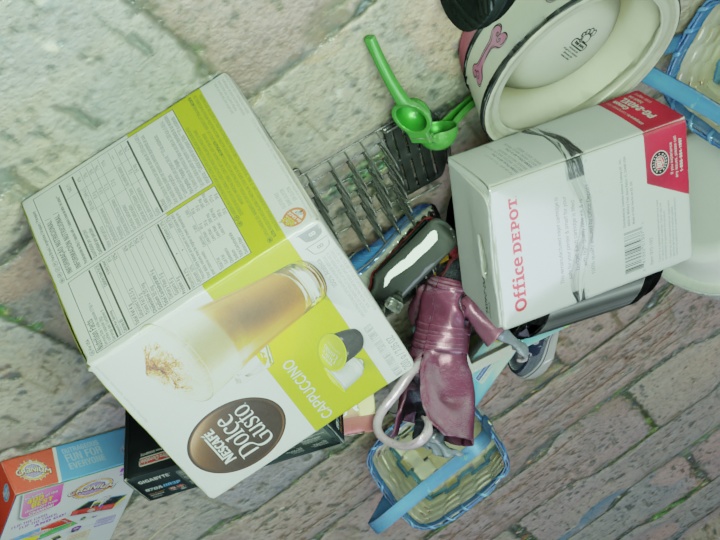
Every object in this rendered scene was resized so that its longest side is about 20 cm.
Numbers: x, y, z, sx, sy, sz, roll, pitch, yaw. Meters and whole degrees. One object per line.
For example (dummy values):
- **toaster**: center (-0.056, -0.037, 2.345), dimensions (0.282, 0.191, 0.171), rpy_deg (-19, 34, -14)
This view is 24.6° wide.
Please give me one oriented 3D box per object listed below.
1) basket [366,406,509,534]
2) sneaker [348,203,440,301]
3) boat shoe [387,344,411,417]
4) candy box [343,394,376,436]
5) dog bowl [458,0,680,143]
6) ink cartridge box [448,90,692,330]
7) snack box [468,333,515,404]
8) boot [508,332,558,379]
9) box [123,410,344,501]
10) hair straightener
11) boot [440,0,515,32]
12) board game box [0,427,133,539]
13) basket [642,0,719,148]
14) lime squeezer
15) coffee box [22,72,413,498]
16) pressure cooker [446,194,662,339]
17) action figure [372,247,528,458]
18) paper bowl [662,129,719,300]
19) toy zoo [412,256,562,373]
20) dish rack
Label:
- **basket**: center (0.089, 0.234, 1.990), dimensions (0.176, 0.139, 0.200), rpy_deg (-38, -174, 11)
- **sneaker**: center (0.000, 0.000, 1.588), dimensions (0.200, 0.089, 0.079), rpy_deg (-42, 138, -20)
- **boat shoe**: center (0.060, 0.110, 1.852), dimensions (0.074, 0.065, 0.200), rpy_deg (-62, -177, -31)
- **candy box**: center (-0.061, 0.120, 1.588), dimensions (0.115, 0.056, 0.200), rpy_deg (-8, -173, -11)
- **dog bowl**: center (0.172, -0.199, 1.420), dimensions (0.200, 0.074, 0.200), rpy_deg (-25, 153, -14)
- **ink cartridge box**: center (0.184, -0.054, 1.444), dimensions (0.199, 0.083, 0.146), rpy_deg (-19, 123, -17)
- **snack box**: center (0.120, 0.119, 1.842), dimensions (0.116, 0.037, 0.200), rpy_deg (-53, 180, -10)
- **boot**: center (0.182, 0.059, 1.908), dimensions (0.090, 0.073, 0.200), rpy_deg (-10, 141, -23)
- **box**: center (-0.114, 0.102, 1.464), dimensions (0.199, 0.159, 0.046), rpy_deg (-18, 142, 19)
- **hair straightener**: center (0.010, 0.026, 1.491), dimensions (0.200, 0.041, 0.077), rpy_deg (-40, -172, -7)
- **boot**: center (0.155, -0.277, 1.272), dimensions (0.162, 0.073, 0.199), rpy_deg (-22, 152, -28)
- **board game box**: center (-0.314, 0.247, 1.699), dimensions (0.153, 0.040, 0.200), rpy_deg (-13, 148, -35)
- **basket**: center (0.358, -0.177, 1.550), dimensions (0.200, 0.176, 0.139), rpy_deg (-27, 145, -46)
- **lime squeezer**: center (0.059, -0.141, 1.406), dimensions (0.200, 0.038, 0.071), rpy_deg (14, 99, -55)
- **coffee box**: center (-0.111, 0.013, 1.277), dimensions (0.197, 0.200, 0.200), rpy_deg (-33, 136, 0)
- **pressure cooker**: center (0.204, -0.036, 1.626), dimensions (0.199, 0.176, 0.179), rpy_deg (-15, 152, -24)
- **action figure**: center (0.067, 0.067, 1.532), dimensions (0.149, 0.134, 0.201), rpy_deg (10, 88, -49)
- **paper bowl**: center (0.380, -0.072, 1.731), dimensions (0.201, 0.201, 0.104), rpy_deg (-43, 152, 21)
- **toy zoo**: center (0.143, 0.023, 1.730), dimensions (0.199, 0.132, 0.020), rpy_deg (-24, -170, -16)
- **dish rack**: center (-0.001, -0.062, 1.490), dimensions (0.200, 0.055, 0.154), rpy_deg (-31, 155, -5)
